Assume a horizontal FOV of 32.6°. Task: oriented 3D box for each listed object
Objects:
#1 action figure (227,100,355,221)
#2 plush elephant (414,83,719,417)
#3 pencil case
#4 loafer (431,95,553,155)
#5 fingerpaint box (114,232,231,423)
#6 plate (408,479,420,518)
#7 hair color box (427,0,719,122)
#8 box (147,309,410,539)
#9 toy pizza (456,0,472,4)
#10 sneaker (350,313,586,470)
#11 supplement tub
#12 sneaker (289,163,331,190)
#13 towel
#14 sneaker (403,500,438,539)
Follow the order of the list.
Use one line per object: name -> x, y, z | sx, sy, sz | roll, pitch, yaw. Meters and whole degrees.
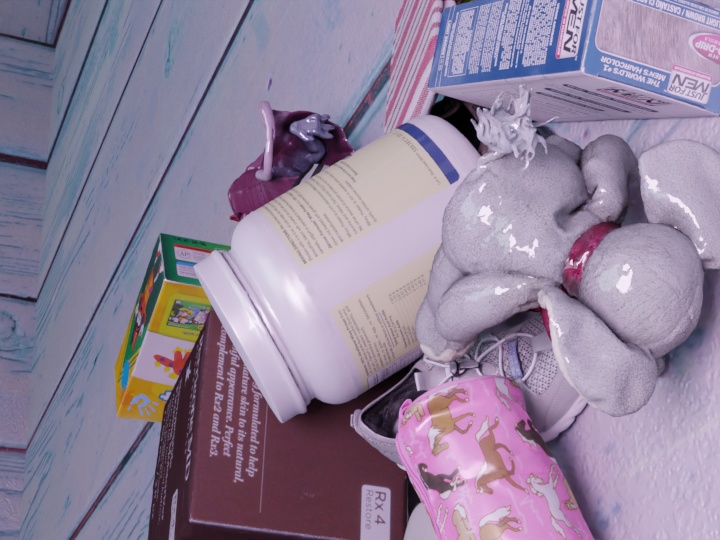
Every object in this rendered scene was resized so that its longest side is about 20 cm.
action figure -> -0.085, -0.073, 1.220 | 0.199, 0.147, 0.136 | -17, 71, 50
plush elephant -> 0.129, 0.000, 0.688 | 0.155, 0.164, 0.201 | 44, 167, 22
pencil case -> 0.087, 0.160, 0.721 | 0.083, 0.086, 0.202 | -41, 56, 34
loafer -> 0.079, -0.102, 0.928 | 0.200, 0.062, 0.073 | -144, 67, -65
fingerpaint box -> -0.112, 0.066, 1.144 | 0.074, 0.197, 0.168 | -108, 35, -50
plate -> 0.048, 0.239, 0.907 | 0.200, 0.032, 0.203 | -179, 99, -68
hair color box -> 0.130, -0.134, 0.771 | 0.200, 0.099, 0.061 | -166, 87, -67
box -> -0.068, 0.157, 0.970 | 0.200, 0.162, 0.168 | 124, 153, -57
toy pizza -> 0.107, -0.246, 0.958 | 0.200, 0.031, 0.203 | -170, 90, -68
sneaker -> 0.075, 0.082, 0.814 | 0.200, 0.081, 0.076 | -39, 43, 35
supplement tub -> 0.000, 0.000, 0.849 | 0.146, 0.198, 0.145 | 57, 171, 14
sneaker -> -0.019, -0.009, 1.060 | 0.076, 0.114, 0.203 | 124, 147, -44
towel -> 0.052, -0.178, 0.961 | 0.147, 0.029, 0.202 | 112, 167, -54
sneaker -> 0.032, 0.217, 0.767 | 0.074, 0.080, 0.201 | -43, 23, 37
